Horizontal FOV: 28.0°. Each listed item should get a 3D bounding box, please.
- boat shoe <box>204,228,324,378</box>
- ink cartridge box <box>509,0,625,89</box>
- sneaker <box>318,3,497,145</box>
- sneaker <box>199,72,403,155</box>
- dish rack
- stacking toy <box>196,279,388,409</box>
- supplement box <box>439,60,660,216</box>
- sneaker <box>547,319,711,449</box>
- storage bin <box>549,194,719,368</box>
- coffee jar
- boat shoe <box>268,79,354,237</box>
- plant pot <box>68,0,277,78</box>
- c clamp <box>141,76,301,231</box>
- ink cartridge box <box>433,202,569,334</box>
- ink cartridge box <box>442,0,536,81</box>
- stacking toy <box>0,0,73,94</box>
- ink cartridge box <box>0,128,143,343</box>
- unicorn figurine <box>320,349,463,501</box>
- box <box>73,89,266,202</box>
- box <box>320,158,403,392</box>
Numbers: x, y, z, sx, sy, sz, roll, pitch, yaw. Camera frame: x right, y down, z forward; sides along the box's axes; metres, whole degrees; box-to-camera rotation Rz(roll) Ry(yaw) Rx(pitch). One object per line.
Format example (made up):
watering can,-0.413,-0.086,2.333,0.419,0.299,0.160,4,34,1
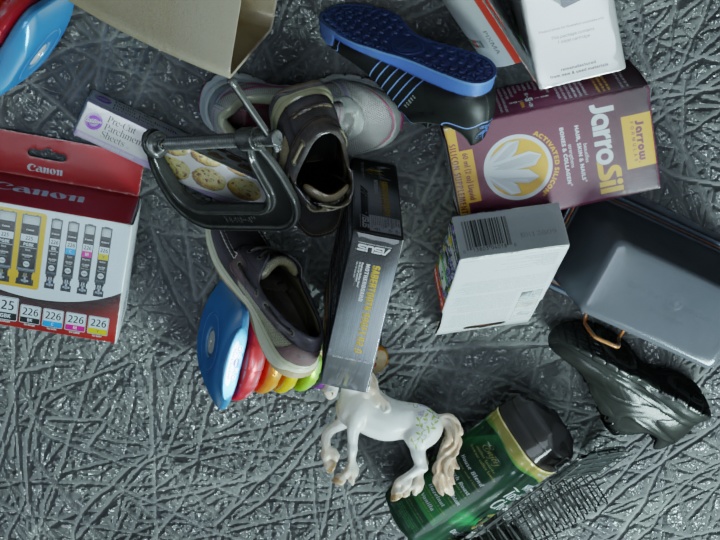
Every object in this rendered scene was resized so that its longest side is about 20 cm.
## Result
boat shoe,-0.087,0.008,1.403,0.072,0.201,0.065,-3,144,-39
ink cartridge box,0.172,-0.285,1.302,0.083,0.146,0.201,-13,113,4
sneaker,0.039,-0.182,1.345,0.199,0.070,0.078,31,138,30
sneaker,-0.057,-0.140,1.385,0.199,0.088,0.082,0,114,-3
dish rack,0.203,0.257,1.541,0.200,0.153,0.055,-41,69,21
stacking toy,-0.061,0.086,1.490,0.199,0.110,0.117,8,108,-22
supplement box,0.182,-0.122,1.406,0.199,0.086,0.111,-12,114,2
sneaker,0.274,0.128,1.532,0.199,0.076,0.091,33,118,-12
storage bin,0.284,0.020,1.444,0.199,0.134,0.146,24,107,-11
coffee jar,0.130,0.216,1.541,0.200,0.104,0.086,-39,66,14
boat shoe,-0.045,-0.086,1.336,0.074,0.074,0.200,-20,146,-7
plant pot,-0.163,-0.305,1.260,0.176,0.200,0.201,13,113,3
c clamp,-0.133,-0.102,1.335,0.199,0.027,0.171,-4,131,44
ink cartridge box,0.132,0.002,1.439,0.108,0.051,0.200,-8,158,-8
ink cartridge box,0.088,-0.247,1.283,0.050,0.200,0.162,-31,111,15
stacking toy,-0.372,-0.258,1.312,0.200,0.110,0.116,38,118,-5
ink cartridge box,-0.323,-0.038,1.419,0.199,0.084,0.177,9,113,-6
unicorn figurine,0.014,0.156,1.473,0.199,0.074,0.138,15,98,-24
box,-0.182,-0.114,1.417,0.199,0.039,0.042,25,111,-13
box,0.000,0.000,1.388,0.048,0.200,0.159,10,112,-5
